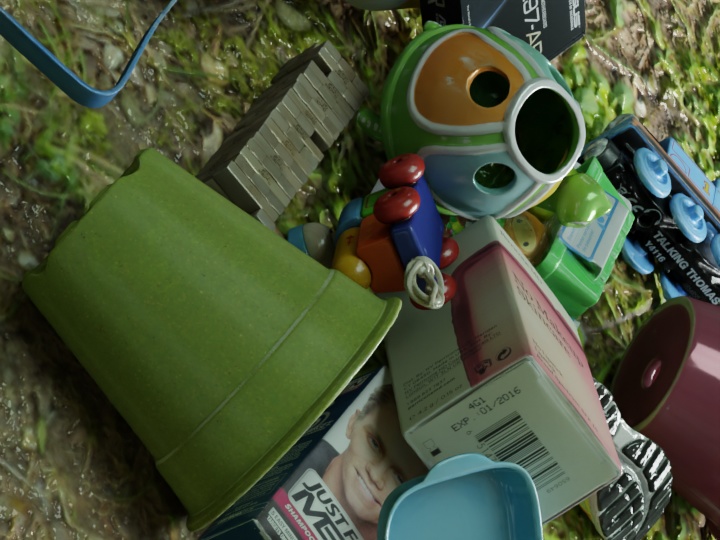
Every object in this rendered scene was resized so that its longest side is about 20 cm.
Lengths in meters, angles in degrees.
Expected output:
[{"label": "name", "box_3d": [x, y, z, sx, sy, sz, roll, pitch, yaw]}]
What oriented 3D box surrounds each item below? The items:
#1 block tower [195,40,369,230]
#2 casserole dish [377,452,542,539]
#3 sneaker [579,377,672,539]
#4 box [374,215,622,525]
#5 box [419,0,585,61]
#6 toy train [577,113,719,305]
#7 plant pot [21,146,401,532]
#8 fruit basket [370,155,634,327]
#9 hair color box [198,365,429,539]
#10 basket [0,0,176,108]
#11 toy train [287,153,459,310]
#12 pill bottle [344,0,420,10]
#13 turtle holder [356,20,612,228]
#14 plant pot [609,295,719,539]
[{"label": "block tower", "box_3d": [-0.059, -0.093, 1.709, 0.058, 0.054, 0.200, 49, 40, -16]}, {"label": "casserole dish", "box_3d": [0.065, 0.214, 1.584, 0.120, 0.039, 0.202, -13, 107, -24]}, {"label": "sneaker", "box_3d": [0.174, 0.136, 1.833, 0.078, 0.090, 0.201, -43, 128, -15]}, {"label": "box", "box_3d": [0.095, 0.076, 1.679, 0.128, 0.109, 0.200, 50, 15, -28]}, {"label": "box", "box_3d": [0.109, -0.243, 1.837, 0.160, 0.043, 0.201, -36, 132, -38]}, {"label": "toy train", "box_3d": [0.265, -0.051, 2.035, 0.200, 0.086, 0.115, 46, 33, -18]}, {"label": "plant pot", "box_3d": [-0.108, 0.027, 1.502, 0.190, 0.200, 0.200, 44, 41, -5]}, {"label": "fruit basket", "box_3d": [0.118, -0.057, 1.859, 0.200, 0.094, 0.186, 43, 47, -14]}, {"label": "hair color box", "box_3d": [-0.018, 0.161, 1.609, 0.100, 0.060, 0.200, 55, 38, -11]}, {"label": "basket", "box_3d": [-0.210, -0.214, 1.535, 0.200, 0.139, 0.177, 40, 43, -13]}, {"label": "toy train", "box_3d": [0.000, 0.000, 1.626, 0.200, 0.115, 0.085, -79, 147, -68]}, {"label": "pill bottle", "box_3d": [0.034, -0.263, 1.862, 0.199, 0.112, 0.113, -13, 79, -51]}, {"label": "turtle holder", "box_3d": [0.100, -0.092, 1.742, 0.141, 0.131, 0.187, -35, 118, -31]}, {"label": "plant pot", "box_3d": [0.306, 0.117, 1.913, 0.178, 0.200, 0.201, 28, 49, -16]}]
